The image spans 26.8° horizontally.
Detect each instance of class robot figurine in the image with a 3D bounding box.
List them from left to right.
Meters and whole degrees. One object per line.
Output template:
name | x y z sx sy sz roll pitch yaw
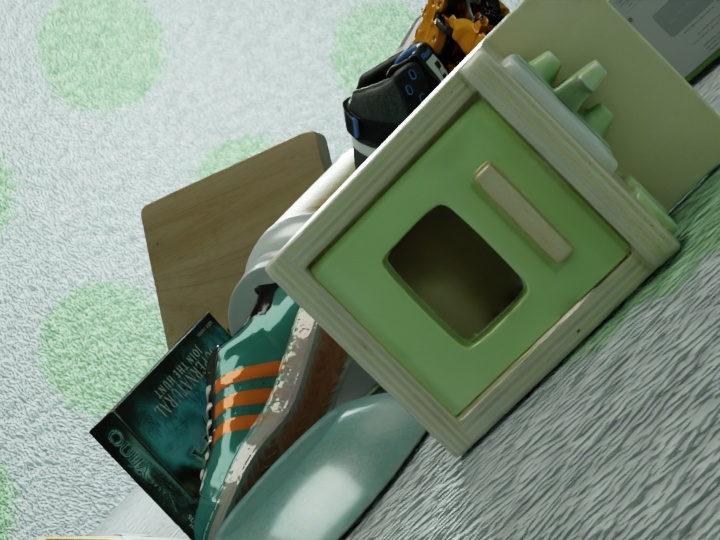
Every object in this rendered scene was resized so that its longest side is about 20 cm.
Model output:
robot figurine | 0.095 -0.147 1.151 0.145 0.058 0.200 -67 32 32

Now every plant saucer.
plant saucer | -0.036 0.132 0.880 0.201 0.039 0.201 -47 3 3

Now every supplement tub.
supplement tub | 0.000 0.000 1.142 0.144 0.144 0.200 -43 3 40

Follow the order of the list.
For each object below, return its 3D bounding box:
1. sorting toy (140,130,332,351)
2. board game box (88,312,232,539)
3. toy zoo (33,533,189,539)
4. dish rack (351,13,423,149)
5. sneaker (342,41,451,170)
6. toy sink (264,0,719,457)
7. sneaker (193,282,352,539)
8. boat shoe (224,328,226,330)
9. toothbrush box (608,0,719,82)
sorting toy | -0.082 0.006 1.346 0.200 0.199 0.070 -22 -17 28
board game box | -0.102 0.117 1.081 0.028 0.135 0.200 -41 5 22
toy zoo | -0.175 0.210 1.086 0.200 0.131 0.021 156 115 -82
dish rack | 0.094 -0.142 1.241 0.172 0.200 0.044 -61 -35 -17
sneaker | 0.078 -0.105 1.026 0.200 0.112 0.073 -6 31 24
toy sink | 0.073 -0.033 0.724 0.200 0.130 0.112 -44 3 11
sneaker | -0.071 0.097 1.002 0.080 0.071 0.200 9 64 33
boat shoe | -0.106 0.122 1.223 0.060 0.072 0.200 -45 30 17
toothbrush box | 0.256 -0.219 1.111 0.200 0.086 0.146 -49 4 -40
